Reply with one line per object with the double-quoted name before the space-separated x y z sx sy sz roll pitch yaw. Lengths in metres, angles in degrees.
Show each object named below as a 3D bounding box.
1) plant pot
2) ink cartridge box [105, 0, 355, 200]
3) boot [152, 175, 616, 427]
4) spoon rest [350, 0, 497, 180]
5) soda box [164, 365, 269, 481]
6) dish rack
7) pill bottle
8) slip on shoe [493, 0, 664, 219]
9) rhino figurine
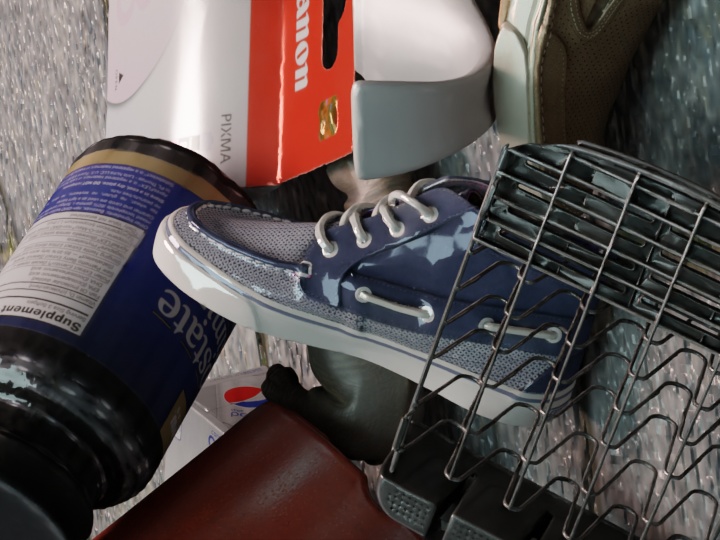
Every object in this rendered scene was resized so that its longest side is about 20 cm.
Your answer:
"plant pot" -0.064 0.180 0.904 0.201 0.195 0.201 43 167 13
"ink cartridge box" -0.072 -0.116 0.963 0.200 0.057 0.163 -23 64 60
"boot" 0.011 -0.010 0.831 0.199 0.073 0.091 20 119 4
"spoon rest" 0.026 -0.095 0.803 0.200 0.060 0.100 -89 -3 -63
"soda box" -0.069 0.159 1.058 0.063 0.068 0.201 32 125 46
"dish rack" 0.095 0.047 0.753 0.153 0.055 0.201 26 119 14
"pill bottle" -0.130 0.040 0.895 0.111 0.200 0.112 17 143 13
"slip on shoe" 0.093 -0.112 0.749 0.060 0.076 0.201 8 111 21
"rhino figurine" 0.000 0.000 0.918 0.087 0.060 0.201 18 108 54
